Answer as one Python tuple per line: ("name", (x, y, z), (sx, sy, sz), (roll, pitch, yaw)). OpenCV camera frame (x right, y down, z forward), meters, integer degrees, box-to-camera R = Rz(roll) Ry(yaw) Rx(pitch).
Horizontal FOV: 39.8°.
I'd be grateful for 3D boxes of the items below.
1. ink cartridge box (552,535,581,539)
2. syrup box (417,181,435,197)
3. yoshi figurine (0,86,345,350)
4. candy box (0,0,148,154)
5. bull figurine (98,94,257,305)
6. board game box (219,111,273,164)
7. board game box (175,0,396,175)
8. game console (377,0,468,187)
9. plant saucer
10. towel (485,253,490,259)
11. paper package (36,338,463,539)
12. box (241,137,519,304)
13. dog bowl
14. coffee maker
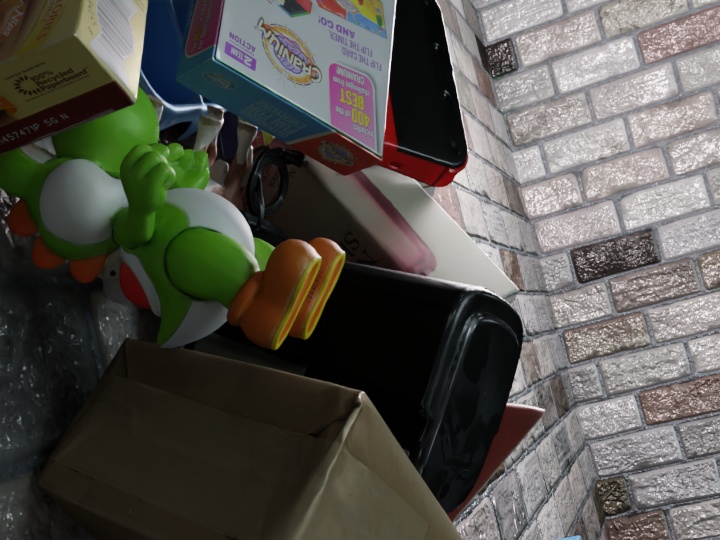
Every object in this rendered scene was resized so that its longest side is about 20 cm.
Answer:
("ink cartridge box", (0.100, 0.304, 0.876), (0.145, 0.197, 0.085), (1, 75, -72))
("syrup box", (0.022, -0.090, 0.931), (0.200, 0.080, 0.080), (79, -1, -82))
("yoshi figurine", (-0.103, -0.043, 0.537), (0.112, 0.197, 0.113), (-55, 166, -41))
("candy box", (-0.175, -0.162, 0.547), (0.055, 0.114, 0.203), (53, 27, -50))
("bull figurine", (-0.123, -0.048, 0.668), (0.200, 0.064, 0.123), (-44, 153, -79))
("board game box", (-0.086, -0.185, 0.947), (0.165, 0.056, 0.204), (23, 55, -66))
("board game box", (-0.041, -0.188, 0.682), (0.152, 0.040, 0.204), (26, 60, -39))
("game console", (0.008, -0.172, 0.798), (0.175, 0.031, 0.203), (13, 57, -35))
("plant saucer", (0.051, 0.183, 0.801), (0.037, 0.200, 0.200), (42, -13, 5))
("towel", (0.050, 0.076, 0.923), (0.086, 0.162, 0.202), (-77, 159, -46))
("paper package", (-0.048, 0.145, 0.549), (0.104, 0.188, 0.201), (-57, 135, -27))
("box", (0.000, 0.000, 0.772), (0.200, 0.128, 0.108), (47, 34, 17))
("dog bowl", (-0.149, -0.155, 0.734), (0.200, 0.049, 0.113), (-34, 108, -71))
("coffee maker", (-0.007, 0.034, 0.631), (0.134, 0.197, 0.196), (-15, 115, -56))
